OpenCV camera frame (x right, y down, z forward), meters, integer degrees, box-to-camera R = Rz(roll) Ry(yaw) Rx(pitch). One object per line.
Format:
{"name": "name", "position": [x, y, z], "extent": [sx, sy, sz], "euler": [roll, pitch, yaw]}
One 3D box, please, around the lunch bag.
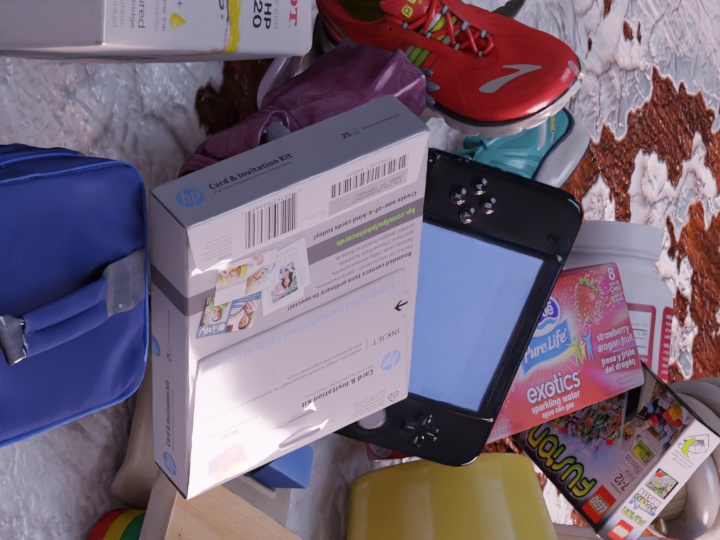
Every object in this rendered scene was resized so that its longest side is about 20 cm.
{"name": "lunch bag", "position": [-0.193, 0.011, 1.148], "extent": [0.200, 0.132, 0.137], "euler": [-22, 112, -59]}

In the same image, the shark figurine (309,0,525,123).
{"name": "shark figurine", "position": [0.046, -0.126, 1.610], "extent": [0.214, 0.089, 0.129], "euler": [-22, 113, -56]}

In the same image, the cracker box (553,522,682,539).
{"name": "cracker box", "position": [0.157, 0.257, 1.723], "extent": [0.058, 0.199, 0.135], "euler": [22, 75, -58]}

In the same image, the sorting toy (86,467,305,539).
{"name": "sorting toy", "position": [-0.107, 0.237, 1.387], "extent": [0.200, 0.069, 0.200], "euler": [42, 57, -54]}

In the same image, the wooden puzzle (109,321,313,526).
{"name": "wooden puzzle", "position": [-0.072, 0.069, 1.456], "extent": [0.185, 0.046, 0.201], "euler": [40, 59, -55]}

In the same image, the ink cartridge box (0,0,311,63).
{"name": "ink cartridge box", "position": [-0.134, -0.185, 1.221], "extent": [0.200, 0.144, 0.148], "euler": [-7, 98, -61]}

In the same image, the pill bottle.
{"name": "pill bottle", "position": [0.191, 0.063, 1.855], "extent": [0.112, 0.112, 0.202], "euler": [11, 83, -60]}

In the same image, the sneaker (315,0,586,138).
{"name": "sneaker", "position": [0.045, -0.145, 1.443], "extent": [0.077, 0.199, 0.085], "euler": [-57, 145, -17]}

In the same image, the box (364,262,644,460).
{"name": "box", "position": [0.094, 0.062, 1.635], "extent": [0.199, 0.099, 0.096], "euler": [-16, 94, -43]}

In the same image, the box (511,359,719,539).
{"name": "box", "position": [0.173, 0.109, 1.716], "extent": [0.035, 0.200, 0.110], "euler": [36, 97, -34]}

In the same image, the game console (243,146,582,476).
{"name": "game console", "position": [0.033, 0.039, 1.406], "extent": [0.118, 0.170, 0.201], "euler": [-102, -148, -64]}

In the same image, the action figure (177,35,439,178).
{"name": "action figure", "position": [-0.052, -0.079, 1.395], "extent": [0.200, 0.149, 0.134], "euler": [-32, 151, -35]}

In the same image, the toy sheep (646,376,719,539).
{"name": "toy sheep", "position": [0.261, 0.141, 1.756], "extent": [0.199, 0.138, 0.139], "euler": [-22, 114, -33]}

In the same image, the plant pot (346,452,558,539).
{"name": "plant pot", "position": [0.065, 0.230, 1.589], "extent": [0.200, 0.200, 0.190], "euler": [18, 61, -60]}

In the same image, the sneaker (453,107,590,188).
{"name": "sneaker", "position": [0.095, -0.060, 1.736], "extent": [0.080, 0.077, 0.201], "euler": [43, 55, -18]}

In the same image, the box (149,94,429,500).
{"name": "box", "position": [-0.039, 0.016, 1.271], "extent": [0.155, 0.041, 0.201], "euler": [-24, 137, -27]}
